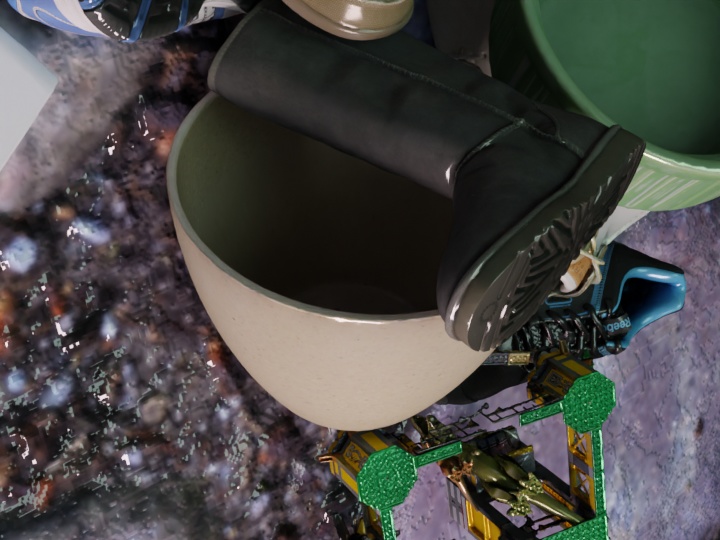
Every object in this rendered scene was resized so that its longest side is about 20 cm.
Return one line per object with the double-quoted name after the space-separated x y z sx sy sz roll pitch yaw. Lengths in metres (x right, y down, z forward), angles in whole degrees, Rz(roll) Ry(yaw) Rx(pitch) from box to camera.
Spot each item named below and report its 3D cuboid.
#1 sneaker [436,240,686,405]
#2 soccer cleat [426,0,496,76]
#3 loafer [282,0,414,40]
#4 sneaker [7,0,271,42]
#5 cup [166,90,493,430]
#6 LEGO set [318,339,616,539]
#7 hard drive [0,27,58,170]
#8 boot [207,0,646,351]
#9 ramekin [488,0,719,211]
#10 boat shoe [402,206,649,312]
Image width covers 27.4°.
0.123 0.029 0.938 0.199 0.082 0.074 -28 117 -32 "sneaker"
0.080 -0.090 0.893 0.078 0.069 0.201 -41 124 -24 "soccer cleat"
-0.030 -0.201 0.681 0.076 0.067 0.201 -34 94 -30 "loafer"
-0.092 -0.158 0.731 0.200 0.077 0.076 -23 114 -54 "sneaker"
0.000 0.000 0.777 0.200 0.200 0.144 -34 147 -31 "cup"
0.053 0.117 0.878 0.199 0.116 0.155 -25 116 -18 "LEGO set"
-0.241 -0.093 0.642 0.200 0.027 0.132 42 70 -36 "hard drive"
0.014 -0.059 0.687 0.182 0.199 0.073 -40 157 -52 "boot"
0.166 -0.130 0.804 0.199 0.098 0.201 3 73 -11 "ramekin"
0.115 -0.017 0.866 0.199 0.069 0.075 -32 139 9 "boat shoe"
